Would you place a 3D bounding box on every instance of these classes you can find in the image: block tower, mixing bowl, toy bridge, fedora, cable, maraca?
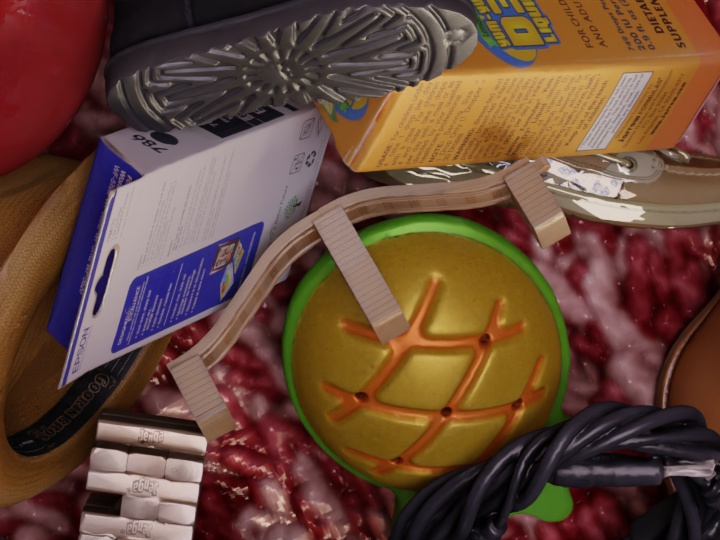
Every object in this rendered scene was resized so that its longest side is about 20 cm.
[{"bbox_3d":[-0.112,0.169,1.371,0.057,0.054,0.201,8,96,-1],"label":"block tower"},{"bbox_3d":[-0.184,-0.116,1.324,0.108,0.200,0.201,12,95,-45],"label":"mixing bowl"},{"bbox_3d":[0.000,0.000,1.354,0.199,0.027,0.067,-30,63,-1],"label":"toy bridge"},{"bbox_3d":[-0.151,0.010,1.369,0.082,0.200,0.201,27,90,21],"label":"fedora"},{"bbox_3d":[0.092,0.134,1.430,0.199,0.051,0.163,-29,143,21],"label":"cable"},{"bbox_3d":[0.041,0.058,1.431,0.137,0.107,0.201,-24,121,7],"label":"maraca"}]

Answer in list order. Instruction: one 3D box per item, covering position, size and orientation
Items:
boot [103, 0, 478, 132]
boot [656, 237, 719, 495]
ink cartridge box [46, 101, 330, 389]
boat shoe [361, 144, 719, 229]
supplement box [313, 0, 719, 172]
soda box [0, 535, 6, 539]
[{"bbox_3d":[-0.039,-0.170,1.295,0.164,0.066,0.201,-9,58,6],"label":"boot"},{"bbox_3d":[0.208,0.047,1.442,0.073,0.155,0.201,7,96,-15],"label":"boot"},{"bbox_3d":[-0.083,-0.022,1.323,0.039,0.200,0.100,27,114,19],"label":"ink cartridge box"},{"bbox_3d":[0.099,-0.060,1.444,0.199,0.073,0.063,7,98,-14],"label":"boat shoe"},{"bbox_3d":[0.071,-0.094,1.361,0.199,0.067,0.069,-8,143,-35],"label":"supplement box"},{"bbox_3d":[-0.232,0.208,1.400,0.063,0.070,0.200,43,86,-13],"label":"soda box"}]
